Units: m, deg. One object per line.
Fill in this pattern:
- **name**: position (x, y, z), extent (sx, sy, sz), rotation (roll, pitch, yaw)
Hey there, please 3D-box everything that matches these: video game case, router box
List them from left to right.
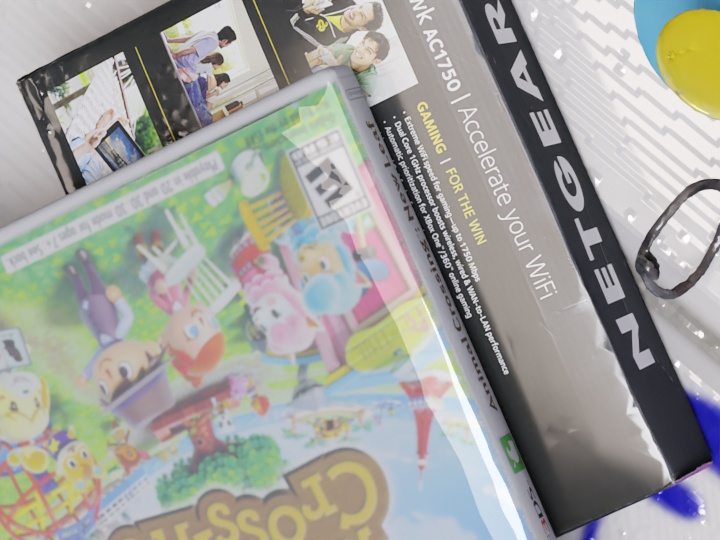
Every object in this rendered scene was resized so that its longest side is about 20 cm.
- **video game case**: position (-0.052, 0.060, 0.922), extent (0.199, 0.022, 0.183), rotation (-24, 89, 23)
- **router box**: position (0.000, 0.000, 0.935), extent (0.148, 0.051, 0.201), rotation (-25, 87, 22)

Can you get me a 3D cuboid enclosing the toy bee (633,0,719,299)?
- **toy bee**: position (0.138, -0.064, 0.818), extent (0.108, 0.200, 0.131), rotation (29, 70, 33)
